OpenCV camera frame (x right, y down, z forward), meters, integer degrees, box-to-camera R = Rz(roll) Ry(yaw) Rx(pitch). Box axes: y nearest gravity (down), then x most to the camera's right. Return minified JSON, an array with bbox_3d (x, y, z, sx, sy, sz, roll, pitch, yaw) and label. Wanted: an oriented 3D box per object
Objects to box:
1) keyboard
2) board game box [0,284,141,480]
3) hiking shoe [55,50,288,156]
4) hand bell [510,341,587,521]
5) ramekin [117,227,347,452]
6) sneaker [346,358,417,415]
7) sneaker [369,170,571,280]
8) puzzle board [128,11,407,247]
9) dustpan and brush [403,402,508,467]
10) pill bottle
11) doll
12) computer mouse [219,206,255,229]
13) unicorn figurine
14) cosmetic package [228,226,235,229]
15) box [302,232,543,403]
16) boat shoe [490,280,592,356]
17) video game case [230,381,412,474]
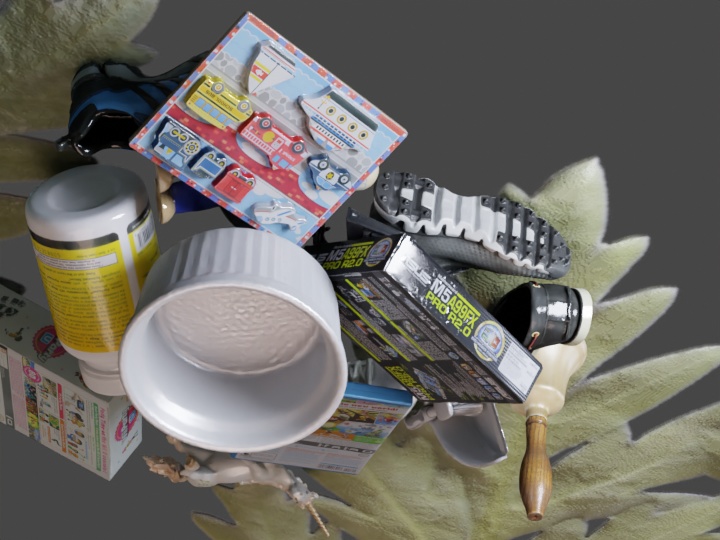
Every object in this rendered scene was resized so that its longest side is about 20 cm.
[{"bbox_3d":[0.000,0.000,1.545,0.127,0.021,0.200,26,155,15],"label":"keyboard"},{"bbox_3d":[-0.322,0.110,1.663,0.199,0.064,0.148,28,143,13],"label":"board game box"},{"bbox_3d":[-0.155,-0.133,1.392,0.199,0.087,0.075,-5,139,12],"label":"hiking shoe"},{"bbox_3d":[0.176,0.158,1.617,0.104,0.201,0.104,3,140,2],"label":"hand bell"},{"bbox_3d":[-0.110,0.058,1.447,0.199,0.098,0.201,0,129,0],"label":"ramekin"},{"bbox_3d":[-0.007,0.128,1.703,0.080,0.071,0.200,33,133,-26],"label":"sneaker"},{"bbox_3d":[0.095,-0.028,1.513,0.199,0.067,0.091,18,142,-9],"label":"sneaker"},{"bbox_3d":[-0.074,-0.111,1.382,0.151,0.017,0.200,-45,129,15],"label":"puzzle board"},{"bbox_3d":[0.087,0.144,1.700,0.057,0.140,0.200,-16,173,-11],"label":"dustpan and brush"},{"bbox_3d":[-0.237,0.012,1.518,0.112,0.113,0.201,-2,123,8],"label":"pill bottle"},{"bbox_3d":[-0.082,-0.084,1.452,0.199,0.049,0.137,-7,140,-10],"label":"doll"},{"bbox_3d":[-0.123,-0.076,1.499,0.058,0.034,0.200,-25,131,32],"label":"computer mouse"},{"bbox_3d":[-0.133,0.222,1.838,0.199,0.074,0.138,9,152,18],"label":"unicorn figurine"},{"bbox_3d":[-0.146,0.050,1.623,0.101,0.071,0.200,28,136,-25],"label":"cosmetic package"},{"bbox_3d":[0.049,0.048,1.505,0.200,0.044,0.160,43,155,-25],"label":"box"},{"bbox_3d":[0.150,0.049,1.550,0.063,0.074,0.201,6,170,-16],"label":"boat shoe"},{"bbox_3d":[-0.043,0.159,1.666,0.142,0.018,0.200,10,151,-13],"label":"video game case"}]
